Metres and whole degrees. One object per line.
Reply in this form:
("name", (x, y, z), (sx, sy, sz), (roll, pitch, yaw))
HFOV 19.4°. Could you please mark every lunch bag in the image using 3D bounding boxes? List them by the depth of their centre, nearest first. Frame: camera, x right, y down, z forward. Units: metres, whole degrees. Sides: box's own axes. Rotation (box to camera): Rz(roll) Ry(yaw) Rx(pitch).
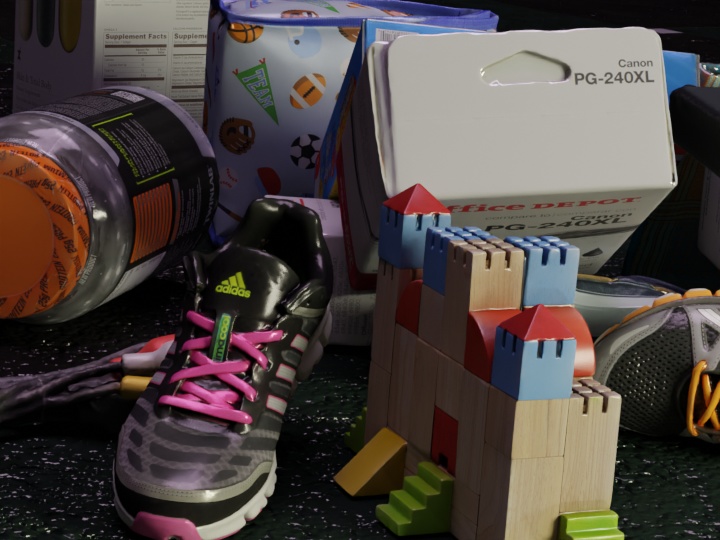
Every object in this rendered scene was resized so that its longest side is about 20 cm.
("lunch bag", (-0.006, -0.102, 1.457), (0.200, 0.170, 0.124), (2, 16, -12))

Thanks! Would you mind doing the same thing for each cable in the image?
("cable", (-0.138, 0.049, 1.020), (0.200, 0.050, 0.097), (2, 21, -14))

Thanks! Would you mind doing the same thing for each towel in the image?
("towel", (0.252, -0.048, 1.312), (0.146, 0.200, 0.022), (3, 49, -8))

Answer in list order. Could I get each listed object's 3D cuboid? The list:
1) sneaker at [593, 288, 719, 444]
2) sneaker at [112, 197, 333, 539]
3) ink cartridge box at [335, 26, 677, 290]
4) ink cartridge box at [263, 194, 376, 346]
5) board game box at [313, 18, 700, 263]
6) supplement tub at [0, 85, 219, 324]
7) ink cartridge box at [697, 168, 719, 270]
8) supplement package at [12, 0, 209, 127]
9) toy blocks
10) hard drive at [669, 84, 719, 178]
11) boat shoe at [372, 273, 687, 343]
("sneaker", (0.208, 0.060, 1.049), (0.200, 0.078, 0.077), (1, 26, 2))
("sneaker", (-0.059, 0.036, 0.941), (0.074, 0.088, 0.200), (13, 38, 11))
("ink cartridge box", (0.069, -0.053, 1.092), (0.145, 0.084, 0.200), (-3, -12, -6))
("ink cartridge box", (0.000, 0.000, 1.242), (0.200, 0.068, 0.116), (3, 11, -5))
("board game box", (0.082, -0.074, 1.282), (0.200, 0.056, 0.196), (5, -23, -8))
("supplement tub", (-0.170, -0.039, 1.241), (0.122, 0.123, 0.200), (8, 13, 16))
("ink cartridge box", (0.285, -0.021, 1.174), (0.144, 0.084, 0.200), (2, 15, -6))
("supplement package", (-0.201, -0.218, 1.825), (0.150, 0.200, 0.152), (-5, 15, -35))
("toy blocks", (0.057, 0.041, 0.934), (0.100, 0.137, 0.200), (-1, 15, -23))
("hard drive", (0.276, -0.068, 1.116), (0.200, 0.033, 0.140), (2, 16, -9))
("boat shoe", (0.104, 0.034, 1.152), (0.200, 0.071, 0.091), (7, 6, -4))
